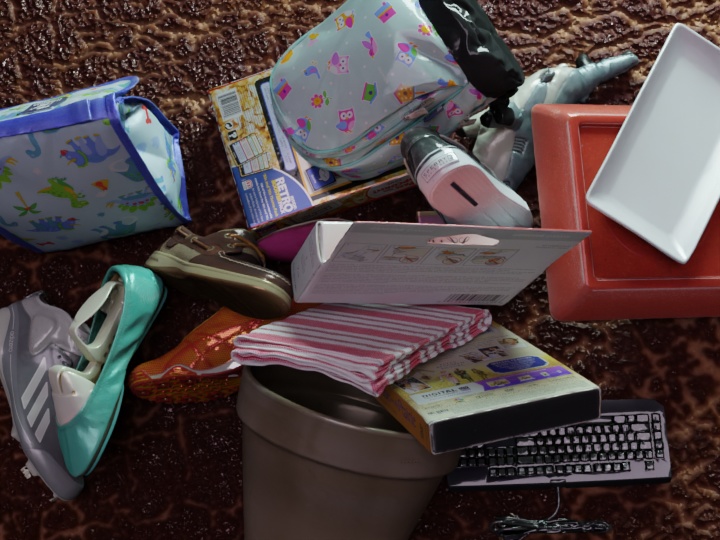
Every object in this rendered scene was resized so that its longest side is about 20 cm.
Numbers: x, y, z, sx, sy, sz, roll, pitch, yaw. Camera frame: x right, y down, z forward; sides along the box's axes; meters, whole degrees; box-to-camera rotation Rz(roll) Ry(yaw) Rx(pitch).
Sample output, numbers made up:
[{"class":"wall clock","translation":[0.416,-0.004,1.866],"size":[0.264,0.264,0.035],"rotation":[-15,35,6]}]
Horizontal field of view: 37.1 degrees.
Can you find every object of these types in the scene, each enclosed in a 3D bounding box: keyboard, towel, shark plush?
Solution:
[{"class":"keyboard","translation":[0.177,0.182,0.966],"size":[0.199,0.021,0.127],"rotation":[-4,79,8]},{"class":"towel","translation":[0.005,0.057,0.915],"size":[0.146,0.200,0.030],"rotation":[8,105,32]},{"class":"shark plush","translation":[0.178,-0.146,1.025],"size":[0.200,0.091,0.083],"rotation":[-38,96,-21]}]

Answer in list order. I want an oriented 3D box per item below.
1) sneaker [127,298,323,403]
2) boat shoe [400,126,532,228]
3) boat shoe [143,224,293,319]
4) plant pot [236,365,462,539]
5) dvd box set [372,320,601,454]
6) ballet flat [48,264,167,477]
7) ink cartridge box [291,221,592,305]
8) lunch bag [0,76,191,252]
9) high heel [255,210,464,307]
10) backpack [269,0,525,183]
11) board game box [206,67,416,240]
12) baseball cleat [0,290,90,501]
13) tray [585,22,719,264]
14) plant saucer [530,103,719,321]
[{"class":"sneaker","translation":[-0.125,0.070,1.014],"size":[0.200,0.073,0.077],"rotation":[-20,60,-3]},{"class":"boat shoe","translation":[0.096,-0.070,0.941],"size":[0.072,0.200,0.071],"rotation":[-33,59,8]},{"class":"boat shoe","translation":[-0.123,-0.009,0.983],"size":[0.200,0.072,0.072],"rotation":[11,66,51]},{"class":"plant pot","translation":[-0.022,0.185,0.921],"size":[0.199,0.200,0.174],"rotation":[15,98,10]},{"class":"dvd box set","translation":[0.085,0.089,0.891],"size":[0.146,0.200,0.029],"rotation":[-9,106,-19]},{"class":"ballet flat","translation":[-0.244,0.084,0.976],"size":[0.067,0.070,0.200],"rotation":[-3,62,50]},{"class":"ink cartridge box","translation":[0.059,-0.018,0.876],"size":[0.199,0.174,0.044],"rotation":[1,67,-18]},{"class":"lunch bag","translation":[-0.268,-0.102,0.989],"size":[0.170,0.200,0.128],"rotation":[-13,78,6]},{"class":"high heel","translation":[0.000,0.000,1.003],"size":[0.199,0.067,0.096],"rotation":[-6,82,9]},{"class":"backpack","translation":[0.021,-0.170,0.938],"size":[0.200,0.127,0.167],"rotation":[-34,65,18]},{"class":"board game box","translation":[-0.032,-0.134,1.041],"size":[0.200,0.046,0.152],"rotation":[-18,77,4]},{"class":"baseball cleat","translation":[-0.289,0.113,1.018],"size":[0.106,0.070,0.200],"rotation":[-29,78,2]},{"class":"tray","translation":[0.278,-0.112,0.943],"size":[0.107,0.022,0.200],"rotation":[32,73,-6]},{"class":"plant saucer","translation":[0.259,-0.058,0.958],"size":[0.199,0.037,0.200],"rotation":[-1,79,-14]}]
